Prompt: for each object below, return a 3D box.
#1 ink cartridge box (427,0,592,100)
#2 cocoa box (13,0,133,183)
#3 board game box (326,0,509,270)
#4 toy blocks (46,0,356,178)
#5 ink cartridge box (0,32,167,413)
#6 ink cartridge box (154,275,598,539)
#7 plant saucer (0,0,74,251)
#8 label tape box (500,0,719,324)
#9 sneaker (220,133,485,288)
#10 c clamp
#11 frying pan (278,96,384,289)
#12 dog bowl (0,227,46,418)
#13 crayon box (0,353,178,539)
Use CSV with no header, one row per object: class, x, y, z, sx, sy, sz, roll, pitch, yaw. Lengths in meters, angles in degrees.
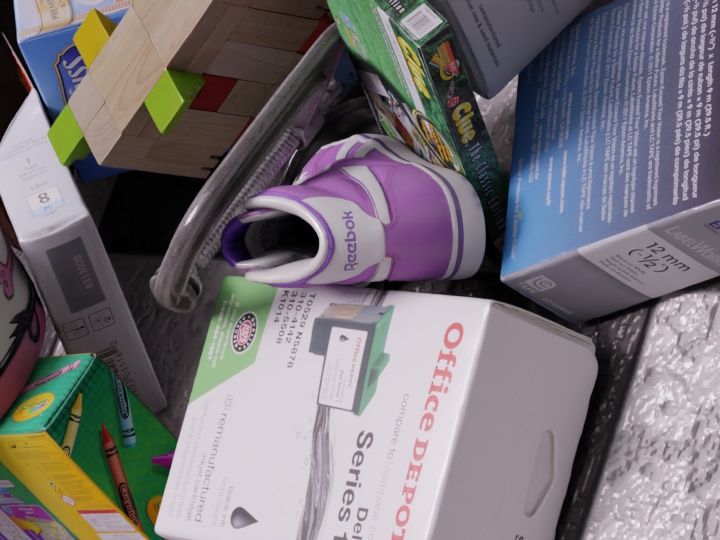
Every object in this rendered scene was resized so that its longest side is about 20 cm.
ink cartridge box,0.077,-0.206,1.399,0.200,0.088,0.145,-43,51,-13
cocoa box,-0.134,-0.177,1.656,0.131,0.133,0.200,-14,49,4
board game box,0.029,-0.087,1.379,0.023,0.200,0.105,-35,56,-8
toy blocks,-0.064,-0.121,1.528,0.200,0.137,0.100,-52,51,31
ink cartridge box,-0.181,-0.024,1.628,0.047,0.160,0.200,-24,42,-6
ink cartridge box,0.006,0.085,1.382,0.200,0.084,0.146,4,75,47
plant saucer,-0.218,-0.110,1.706,0.029,0.200,0.200,-3,60,11
label tape box,0.164,-0.071,1.331,0.200,0.066,0.143,-19,52,39
sneaker,-0.026,-0.029,1.407,0.200,0.114,0.073,-172,76,-70
c clamp,-0.055,-0.047,1.435,0.200,0.027,0.171,-54,-3,-37
frying pan,0.011,-0.012,1.500,0.115,0.031,0.190,-45,49,23
dog bowl,-0.261,0.052,1.543,0.200,0.074,0.200,-31,30,20
crayon box,-0.187,0.110,1.571,0.200,0.119,0.058,-6,44,48
